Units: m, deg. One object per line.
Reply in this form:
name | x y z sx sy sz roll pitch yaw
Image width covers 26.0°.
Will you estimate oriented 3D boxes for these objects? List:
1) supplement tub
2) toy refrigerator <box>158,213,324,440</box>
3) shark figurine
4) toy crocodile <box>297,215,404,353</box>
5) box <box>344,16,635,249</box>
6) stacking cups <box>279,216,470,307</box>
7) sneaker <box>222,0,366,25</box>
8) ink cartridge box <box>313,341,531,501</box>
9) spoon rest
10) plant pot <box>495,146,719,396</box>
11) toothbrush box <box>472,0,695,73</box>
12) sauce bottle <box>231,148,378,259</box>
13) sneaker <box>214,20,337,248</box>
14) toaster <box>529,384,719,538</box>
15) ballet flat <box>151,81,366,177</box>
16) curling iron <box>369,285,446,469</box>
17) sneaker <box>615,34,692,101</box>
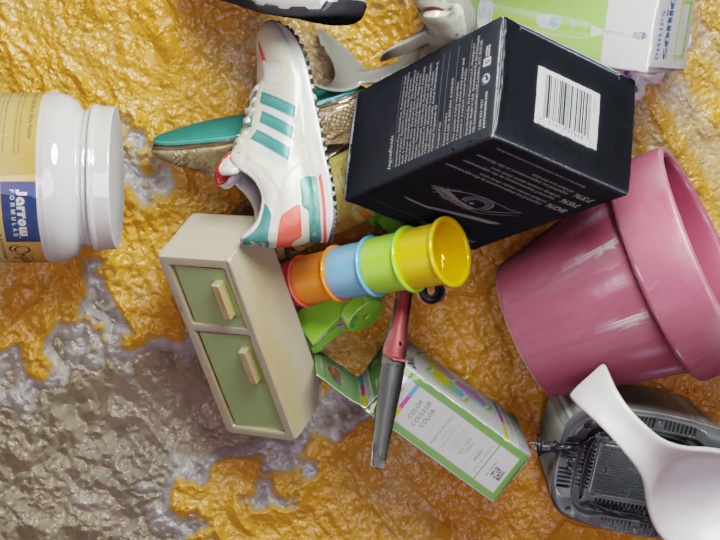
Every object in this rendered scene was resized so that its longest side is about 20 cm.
supplement tub | -0.305 -0.079 1.324 0.198 0.144 0.146 0 103 -2
toy refrigerator | -0.102 0.053 1.358 0.075 0.070 0.201 5 129 29
shark figurine | 0.053 -0.203 1.295 0.127 0.214 0.090 13 72 -24
toy crocodile | 0.016 -0.007 1.403 0.200 0.062 0.068 -49 59 9
box | 0.102 -0.105 1.268 0.147 0.199 0.105 20 67 -33
stacking cups | 0.000 0.000 1.342 0.199 0.060 0.061 -12 107 39
sneaker | -0.076 -0.256 1.287 0.199 0.071 0.083 21 103 35
ink cartridge box | 0.054 0.116 1.407 0.199 0.104 0.059 36 99 -10
spoon rest | 0.259 0.165 1.310 0.200 0.061 0.099 42 102 -17
plant pot | 0.224 0.018 1.359 0.178 0.200 0.201 -24 104 19
toothbrush box | 0.173 -0.250 1.288 0.199 0.086 0.147 14 105 32
sauce bottle | -0.064 -0.047 1.377 0.199 0.066 0.066 -24 104 17
sneaker | -0.080 -0.112 1.293 0.093 0.070 0.201 -11 77 -8
toaster | 0.239 0.167 1.415 0.198 0.129 0.115 9 102 -5
ballet flat | -0.083 -0.110 1.369 0.198 0.071 0.066 -14 114 3
curling iron | 0.039 0.071 1.333 0.049 0.026 0.201 14 77 11
sneaker | 0.193 -0.160 1.368 0.088 0.080 0.200 43 93 -4
